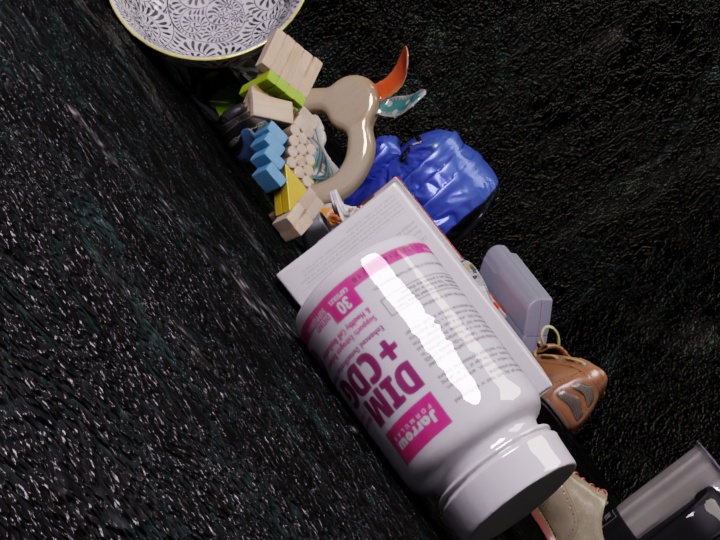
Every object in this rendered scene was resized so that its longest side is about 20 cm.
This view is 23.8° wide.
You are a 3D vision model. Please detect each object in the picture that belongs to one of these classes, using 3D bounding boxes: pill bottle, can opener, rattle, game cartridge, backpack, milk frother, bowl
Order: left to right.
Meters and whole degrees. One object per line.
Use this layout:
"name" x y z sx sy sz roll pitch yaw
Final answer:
"bowl" -0.147 -0.271 1.687 0.201 0.201 0.094 53 -14 19
"rattle" -0.006 -0.137 1.776 0.130 0.200 0.143 49 3 35
"can opener" 0.000 0.000 1.707 0.200 0.066 0.053 59 10 -40
"backpack" 0.058 -0.086 2.056 0.168 0.200 0.163 51 5 -9
"pill bottle" 0.053 0.083 1.188 0.200 0.113 0.113 53 4 19
"game cartridge" 0.162 0.089 1.986 0.041 0.200 0.133 2 32 -22
"milk frother" 0.328 0.310 1.696 0.200 0.188 0.181 51 5 -10

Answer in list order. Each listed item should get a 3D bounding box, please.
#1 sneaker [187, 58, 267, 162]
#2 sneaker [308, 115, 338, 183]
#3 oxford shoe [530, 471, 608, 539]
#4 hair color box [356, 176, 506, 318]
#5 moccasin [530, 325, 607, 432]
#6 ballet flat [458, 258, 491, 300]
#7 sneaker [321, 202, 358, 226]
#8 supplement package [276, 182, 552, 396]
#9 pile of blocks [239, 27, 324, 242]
"sneaker" -0.134 -0.188 1.732 0.083 0.071 0.200 56 4 -39
"sneaker" -0.081 -0.147 1.940 0.086 0.078 0.200 42 10 -47
"oxford shoe" 0.182 0.201 1.534 0.070 0.075 0.200 40 27 -78
"hair color box" 0.060 0.006 1.914 0.200 0.111 0.064 51 4 1
"moccasin" 0.174 0.100 1.597 0.074 0.078 0.201 51 -10 -5
"ballet flat" 0.088 0.073 1.571 0.072 0.072 0.201 44 37 -60
"sneaker" -0.006 -0.017 1.790 0.092 0.076 0.200 28 -9 39
"supplement package" 0.043 0.044 1.357 0.200 0.120 0.121 52 3 0
"pile of blocks" -0.084 -0.121 1.594 0.082 0.062 0.201 13 67 -37
